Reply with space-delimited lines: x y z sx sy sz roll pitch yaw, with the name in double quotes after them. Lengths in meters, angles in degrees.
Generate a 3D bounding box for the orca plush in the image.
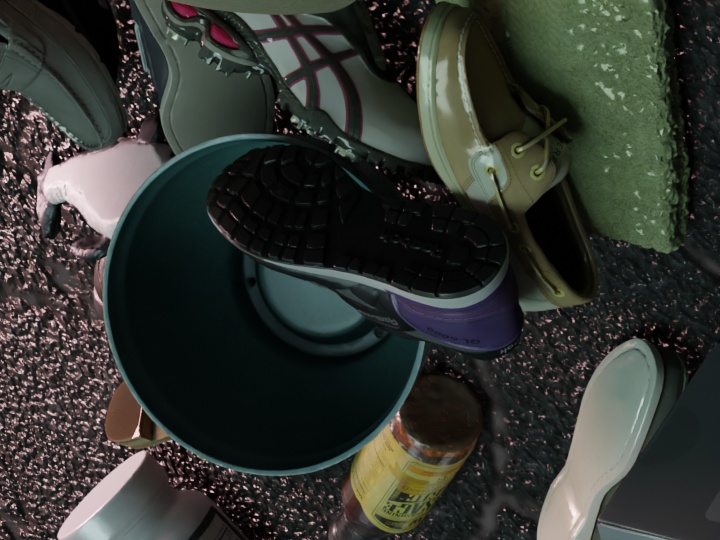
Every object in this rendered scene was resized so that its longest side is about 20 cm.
-0.148 -0.037 1.578 0.071 0.106 0.200 33 153 -29 "orca plush"

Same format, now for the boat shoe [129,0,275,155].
-0.101 -0.141 1.458 0.201 0.072 0.063 74 176 -45 "boat shoe"

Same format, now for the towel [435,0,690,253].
0.111 -0.101 1.306 0.148 0.037 0.201 15 137 30 "towel"

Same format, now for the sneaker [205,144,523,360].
0.000 0.000 1.320 0.199 0.076 0.088 23 152 33 "sneaker"

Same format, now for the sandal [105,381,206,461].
-0.102 0.103 1.714 0.069 0.078 0.211 22 163 -30 "sandal"

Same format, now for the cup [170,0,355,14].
-0.049 -0.212 1.229 0.143 0.201 0.200 31 153 -34 "cup"

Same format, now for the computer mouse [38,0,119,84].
-0.179 -0.194 1.471 0.140 0.046 0.201 -9 115 46 "computer mouse"

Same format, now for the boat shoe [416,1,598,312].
0.084 -0.060 1.290 0.066 0.074 0.201 3 135 27 "boat shoe"

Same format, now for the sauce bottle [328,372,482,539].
0.025 0.140 1.621 0.066 0.066 0.200 36 147 6 "sauce bottle"

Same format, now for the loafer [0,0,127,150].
-0.220 -0.138 1.436 0.200 0.070 0.070 47 151 -25 "loafer"

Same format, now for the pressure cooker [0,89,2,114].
-0.311 -0.133 1.531 0.178 0.201 0.176 13 143 -20 "pressure cooker"

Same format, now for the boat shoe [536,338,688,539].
0.164 0.119 1.471 0.060 0.072 0.202 3 133 -17 "boat shoe"

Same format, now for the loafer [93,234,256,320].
-0.107 0.021 1.603 0.199 0.073 0.072 16 140 31 "loafer"

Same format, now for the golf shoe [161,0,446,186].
-0.016 -0.122 1.349 0.200 0.077 0.088 35 100 8 "golf shoe"

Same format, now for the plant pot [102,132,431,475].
-0.039 0.009 1.444 0.199 0.134 0.202 3 101 16 "plant pot"

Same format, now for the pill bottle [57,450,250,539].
-0.129 0.241 1.824 0.200 0.116 0.116 47 144 -9 "pill bottle"

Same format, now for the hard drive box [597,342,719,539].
0.221 0.171 1.391 0.076 0.156 0.201 11 136 34 "hard drive box"
